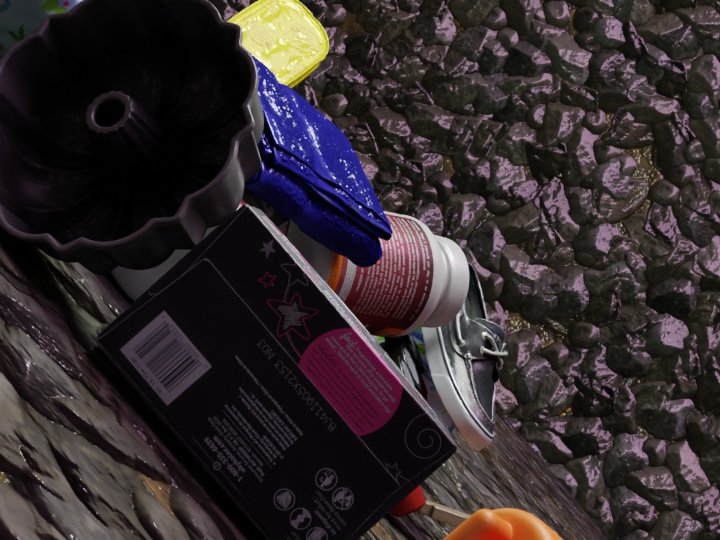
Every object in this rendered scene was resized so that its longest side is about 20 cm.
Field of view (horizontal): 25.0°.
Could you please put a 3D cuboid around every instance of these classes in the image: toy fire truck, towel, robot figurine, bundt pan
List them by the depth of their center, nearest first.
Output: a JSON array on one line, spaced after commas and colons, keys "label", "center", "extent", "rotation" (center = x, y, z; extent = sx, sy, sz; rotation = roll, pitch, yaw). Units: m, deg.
[{"label": "bundt pan", "center": [-0.152, -0.083, 1.066], "extent": [0.202, 0.201, 0.076], "rotation": [51, -7, 32]}, {"label": "towel", "center": [-0.047, -0.096, 1.286], "extent": [0.200, 0.049, 0.148], "rotation": [36, 31, -56]}, {"label": "robot figurine", "center": [0.134, 0.266, 1.312], "extent": [0.143, 0.117, 0.200], "rotation": [1, -31, 39]}, {"label": "toy fire truck", "center": [0.048, 0.166, 1.477], "extent": [0.176, 0.128, 0.201], "rotation": [-67, 135, -79]}]

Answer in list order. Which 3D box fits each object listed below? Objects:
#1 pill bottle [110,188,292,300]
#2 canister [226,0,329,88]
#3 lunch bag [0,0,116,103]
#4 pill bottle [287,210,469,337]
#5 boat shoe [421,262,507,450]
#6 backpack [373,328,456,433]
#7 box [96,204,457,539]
[{"label": "pill bottle", "center": [-0.118, -0.040, 1.273], "extent": [0.114, 0.114, 0.200], "rotation": [48, 16, -2]}, {"label": "canister", "center": [-0.138, -0.175, 1.647], "extent": [0.087, 0.200, 0.149], "rotation": [48, 43, -2]}, {"label": "lunch bag", "center": [-0.188, -0.161, 1.240], "extent": [0.171, 0.127, 0.200], "rotation": [63, 34, -7]}, {"label": "pill bottle", "center": [0.000, 0.000, 1.444], "extent": [0.199, 0.113, 0.113], "rotation": [9, 32, -42]}, {"label": "boat shoe", "center": [0.104, 0.074, 1.516], "extent": [0.072, 0.068, 0.201], "rotation": [47, 22, -41]}, {"label": "backpack", "center": [0.043, 0.110, 1.659], "extent": [0.163, 0.154, 0.200], "rotation": [51, 11, -5]}, {"label": "box", "center": [-0.051, 0.076, 1.039], "extent": [0.200, 0.132, 0.115], "rotation": [49, 1, 1]}]
